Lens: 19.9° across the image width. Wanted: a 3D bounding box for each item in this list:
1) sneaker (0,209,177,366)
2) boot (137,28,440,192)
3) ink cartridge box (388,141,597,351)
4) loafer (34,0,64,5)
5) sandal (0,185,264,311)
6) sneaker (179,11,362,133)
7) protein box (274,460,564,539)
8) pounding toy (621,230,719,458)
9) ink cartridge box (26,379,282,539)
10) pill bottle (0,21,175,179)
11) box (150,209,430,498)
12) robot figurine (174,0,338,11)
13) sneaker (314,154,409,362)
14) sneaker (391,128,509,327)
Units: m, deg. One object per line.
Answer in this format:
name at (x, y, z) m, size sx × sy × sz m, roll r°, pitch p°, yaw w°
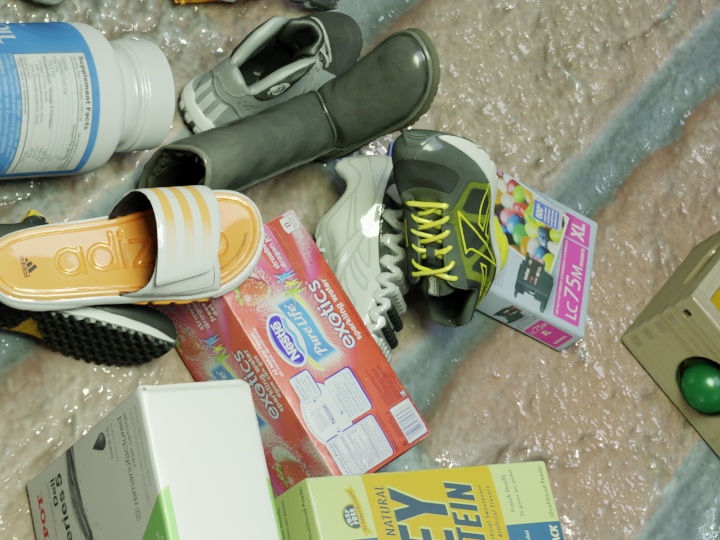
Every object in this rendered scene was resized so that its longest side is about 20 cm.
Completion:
sneaker at (-0.216, 0.002, 1.453) m, size 0.198 × 0.070 × 0.091 m, roll 17°, pitch 62°, yaw -25°
boot at (-0.054, -0.111, 1.558) m, size 0.199 × 0.182 × 0.073 m, roll -14°, pitch 70°, yaw -43°
ink cartridge box at (0.107, -0.027, 1.714) m, size 0.199 × 0.042 × 0.120 m, roll 25°, pitch 55°, yaw -21°
loafer at (-0.241, -0.300, 1.588) m, size 0.075 × 0.070 × 0.202 m, roll 13°, pitch 61°, yaw -29°
sandal at (-0.155, -0.016, 1.409) m, size 0.205 × 0.059 × 0.080 m, roll -12°, pitch 72°, yaw -25°
sneaker at (-0.045, -0.171, 1.629) m, size 0.200 × 0.115 × 0.075 m, roll -36°, pitch 89°, yaw -40°
protein box at (0.011, 0.230, 1.413) m, size 0.198 × 0.198 × 0.136 m, roll -1°, pitch 67°, yaw -34°
pounding toy at (0.349, 0.072, 1.764) m, size 0.184 × 0.142 × 0.200 m, roll 49°, pitch 49°, yaw -4°
ink cartridge box at (-0.136, 0.175, 1.339) m, size 0.083 × 0.200 × 0.147 m, roll -2°, pitch 68°, yaw -32°
pill bottle at (-0.238, -0.122, 1.474) m, size 0.199 × 0.112 × 0.113 m, roll -6°, pitch 71°, yaw -38°
box at (-0.053, 0.072, 1.514) m, size 0.099 × 0.095 × 0.201 m, roll -29°, pitch 85°, yaw -38°
robot figurine at (-0.082, -0.279, 1.693) m, size 0.199 × 0.058 × 0.146 m, roll -14°, pitch 72°, yaw -38°
sneaker at (0.000, 0.000, 1.614) m, size 0.080 × 0.075 × 0.202 m, roll 9°, pitch 69°, yaw 10°
sneaker at (0.068, -0.029, 1.563) m, size 0.201 × 0.074 × 0.085 m, roll 62°, pitch 40°, yaw -51°
